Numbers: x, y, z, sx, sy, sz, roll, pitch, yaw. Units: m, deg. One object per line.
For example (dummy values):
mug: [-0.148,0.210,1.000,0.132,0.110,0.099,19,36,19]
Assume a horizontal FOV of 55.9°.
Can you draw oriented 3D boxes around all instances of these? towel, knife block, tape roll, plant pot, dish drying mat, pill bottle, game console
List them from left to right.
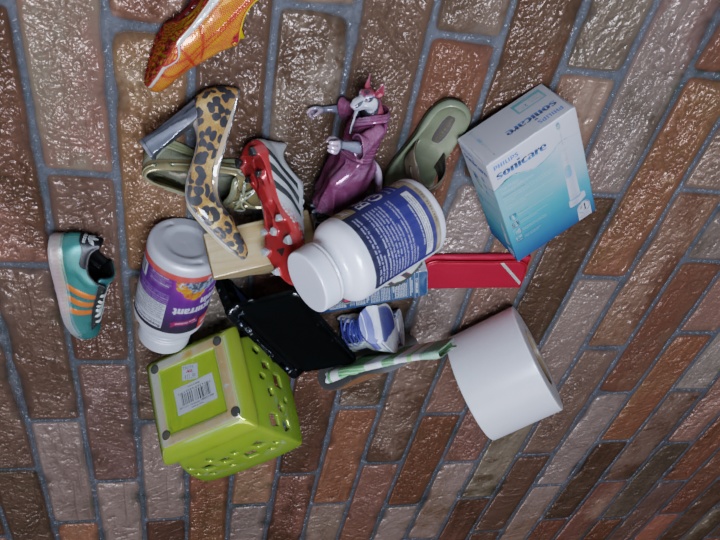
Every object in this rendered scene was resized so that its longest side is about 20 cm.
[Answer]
pill bottle: [-0.281,0.031,1.025,0.110,0.113,0.202,9,131,-20]
plant pot: [-0.233,0.217,1.121,0.197,0.202,0.182,-23,155,9]
game console: [-0.122,0.073,1.078,0.116,0.176,0.201,-36,132,0]
knife block: [-0.099,-0.046,0.964,0.173,0.065,0.199,-19,174,30]
pill bottle: [0.007,-0.031,0.877,0.199,0.111,0.112,-31,143,-29]
towel: [0.052,0.148,1.121,0.197,0.024,0.152,-13,178,19]
dish drying mat: [0.193,0.003,1.168,0.196,0.018,0.078,-1,135,-12]
tape roll: [0.261,0.185,1.232,0.138,0.205,0.203,-28,133,15]

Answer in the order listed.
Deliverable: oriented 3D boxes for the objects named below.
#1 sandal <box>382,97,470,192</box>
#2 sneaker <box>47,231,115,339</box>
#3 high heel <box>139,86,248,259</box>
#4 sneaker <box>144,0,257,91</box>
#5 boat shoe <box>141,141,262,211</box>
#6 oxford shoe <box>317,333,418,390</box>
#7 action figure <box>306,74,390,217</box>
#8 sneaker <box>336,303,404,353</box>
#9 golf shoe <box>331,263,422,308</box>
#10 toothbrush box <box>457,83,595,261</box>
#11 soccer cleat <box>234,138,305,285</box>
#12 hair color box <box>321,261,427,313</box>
sandal: [0.091,-0.151,0.969,0.079,0.058,0.202,11,130,-22]
sneaker: [-0.409,0.029,1.024,0.078,0.072,0.202,0,132,-6]
high heel: [-0.167,-0.127,0.869,0.142,0.071,0.201,-37,102,-7]
sneaker: [-0.179,-0.272,0.786,0.199,0.074,0.077,-36,141,25]
boat shoe: [-0.200,-0.119,0.932,0.198,0.064,0.073,19,127,-27]
oxford shoe: [0.019,0.170,1.273,0.197,0.072,0.071,-21,163,8]
action figure: [0.002,-0.157,0.891,0.146,0.135,0.201,9,134,-21]
sneaker: [0.007,0.107,1.149,0.113,0.082,0.199,-10,172,11]
golf shoe: [0.018,-0.012,0.976,0.198,0.078,0.088,-28,161,-10]
toothbrush box: [0.243,-0.136,0.976,0.145,0.086,0.201,-33,134,0]
soccer cleat: [-0.102,-0.081,0.912,0.068,0.203,0.085,-21,179,40]
hair color box: [0.000,0.000,1.065,0.196,0.101,0.061,-9,137,-3]
